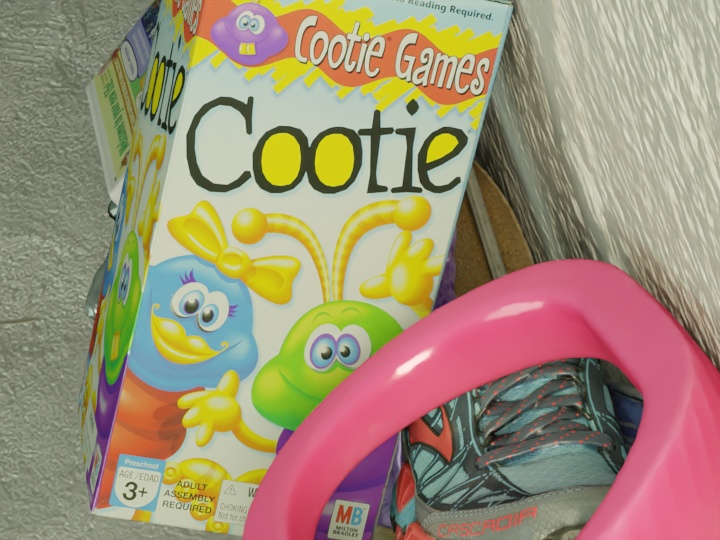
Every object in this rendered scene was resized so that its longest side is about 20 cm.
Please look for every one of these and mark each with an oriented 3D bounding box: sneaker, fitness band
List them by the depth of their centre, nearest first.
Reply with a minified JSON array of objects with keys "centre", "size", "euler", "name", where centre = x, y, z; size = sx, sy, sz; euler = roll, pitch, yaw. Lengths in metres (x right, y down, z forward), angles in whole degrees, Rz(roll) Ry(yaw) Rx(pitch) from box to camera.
[{"centre":[0.033,0.060,0.660],"size":[0.037,0.143,0.200],"euler":[50,-177,-19],"name":"fitness band"},{"centre":[0.046,0.053,0.778],"size":[0.200,0.079,0.096],"euler":[-157,69,-78],"name":"sneaker"}]

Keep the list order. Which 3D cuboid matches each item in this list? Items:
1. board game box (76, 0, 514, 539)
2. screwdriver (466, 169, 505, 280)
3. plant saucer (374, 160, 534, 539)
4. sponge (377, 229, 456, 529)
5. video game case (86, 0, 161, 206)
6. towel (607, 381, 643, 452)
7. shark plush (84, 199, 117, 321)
[{"centre":[-0.029,-0.019,0.824],"size":[0.105,0.102,0.201],"euler":[-117,39,-68],"name":"board game box"},{"centre":[0.058,0.005,0.938],"size":[0.029,0.028,0.201],"euler":[110,152,-54],"name":"screwdriver"},{"centre":[0.004,0.039,1.036],"size":[0.200,0.035,0.202],"euler":[0,90,54],"name":"plant saucer"},{"centre":[0.000,0.000,0.978],"size":[0.111,0.030,0.201],"euler":[6,97,59],"name":"sponge"},{"centre":[-0.068,-0.129,1.152],"size":[0.022,0.182,0.200],"euler":[36,-170,-19],"name":"video game case"},{"centre":[0.120,0.136,0.805],"size":[0.145,0.024,0.201],"euler":[176,74,-87],"name":"towel"},{"centre":[-0.043,-0.043,1.096],"size":[0.091,0.200,0.083],"euler":[57,-169,9],"name":"shark plush"}]
